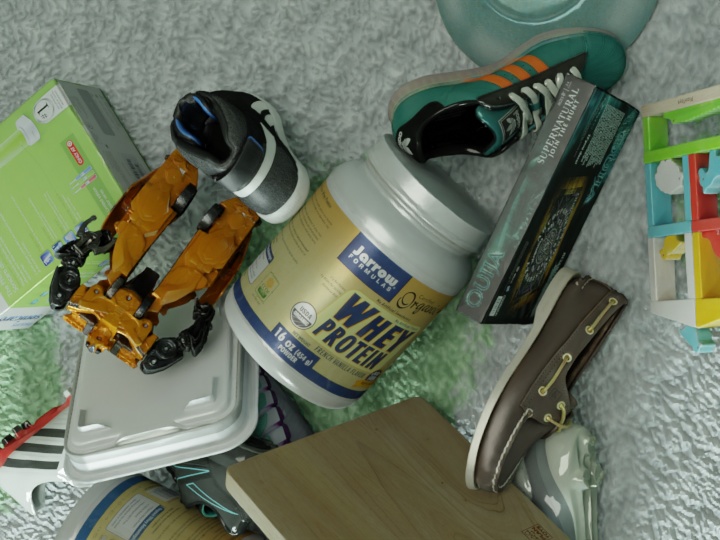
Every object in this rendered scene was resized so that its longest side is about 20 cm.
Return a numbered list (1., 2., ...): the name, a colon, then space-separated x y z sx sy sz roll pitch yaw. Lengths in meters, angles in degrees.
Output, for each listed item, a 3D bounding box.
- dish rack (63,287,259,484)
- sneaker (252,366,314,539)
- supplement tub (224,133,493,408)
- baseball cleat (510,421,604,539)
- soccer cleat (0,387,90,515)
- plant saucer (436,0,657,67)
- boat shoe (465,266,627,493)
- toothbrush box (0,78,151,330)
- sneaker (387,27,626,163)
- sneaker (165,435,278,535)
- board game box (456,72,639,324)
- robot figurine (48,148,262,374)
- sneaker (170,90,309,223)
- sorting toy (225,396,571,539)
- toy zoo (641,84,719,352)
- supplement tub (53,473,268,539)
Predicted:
1. dish rack: -0.172 0.086 1.287 0.171 0.200 0.044 -13 127 7
2. sneaker: -0.058 0.159 1.322 0.074 0.087 0.200 -52 48 40
3. supplement tub: 0.000 0.000 1.249 0.144 0.144 0.200 46 105 16
4. baseball cleat: 0.150 0.222 1.238 0.106 0.070 0.200 1 85 35
5. soccer cleat: -0.257 0.152 1.394 0.200 0.069 0.085 -35 91 17
6. plant saucer: 0.150 -0.255 1.250 0.201 0.039 0.201 0 89 21
7. boat shoe: 0.148 0.092 1.202 0.059 0.072 0.200 23 70 20
8. toothbrush box: -0.297 -0.058 1.399 0.200 0.086 0.146 -37 77 16
9. sneaker: 0.124 -0.132 1.212 0.200 0.071 0.080 -19 38 3
10. sneaker: -0.144 0.164 1.298 0.200 0.075 0.079 17 96 54
11. board game box: 0.150 -0.050 1.195 0.028 0.135 0.200 29 99 23
12. robot figurine: -0.172 -0.003 1.281 0.145 0.058 0.200 36 61 -2
13. sneaker: -0.119 -0.126 1.273 0.073 0.112 0.200 -48 39 6
14. sorting toy: 0.025 0.210 1.188 0.200 0.199 0.070 43 136 37
15. toy zoo: 0.263 -0.037 1.164 0.020 0.131 0.200 -2 88 -21
16. supplement tub: -0.157 0.275 1.306 0.200 0.145 0.145 23 97 21
